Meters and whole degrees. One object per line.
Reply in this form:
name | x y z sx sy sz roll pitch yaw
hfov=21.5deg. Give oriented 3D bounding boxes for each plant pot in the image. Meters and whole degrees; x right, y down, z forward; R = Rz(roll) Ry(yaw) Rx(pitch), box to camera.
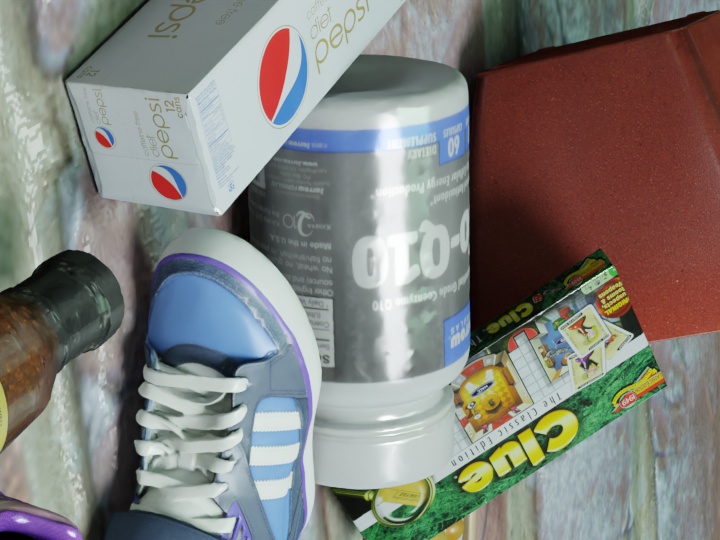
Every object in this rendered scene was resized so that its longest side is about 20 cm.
plant pot | 0.171 -0.060 1.190 0.200 0.198 0.178 -31 109 -66

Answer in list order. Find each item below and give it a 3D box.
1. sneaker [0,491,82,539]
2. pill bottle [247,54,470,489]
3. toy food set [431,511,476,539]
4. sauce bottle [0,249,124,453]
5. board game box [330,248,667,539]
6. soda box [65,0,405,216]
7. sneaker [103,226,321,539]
sneaker | -0.171 0.130 0.688 0.200 0.088 0.081 -31 123 -56
pill bottle | 0.000 0.000 0.959 0.114 0.113 0.202 -31 124 -56
toy food set | 0.061 0.158 1.182 0.143 0.060 0.202 -22 117 -59
sauce bottle | -0.156 0.049 0.693 0.200 0.066 0.067 -36 129 -53
board game box | 0.074 0.081 1.076 0.199 0.023 0.105 -33 130 -2
soda box | -0.050 -0.110 0.879 0.200 0.068 0.064 -53 141 -43
sneaker | -0.078 0.099 0.870 0.147 0.080 0.201 -58 150 -46
